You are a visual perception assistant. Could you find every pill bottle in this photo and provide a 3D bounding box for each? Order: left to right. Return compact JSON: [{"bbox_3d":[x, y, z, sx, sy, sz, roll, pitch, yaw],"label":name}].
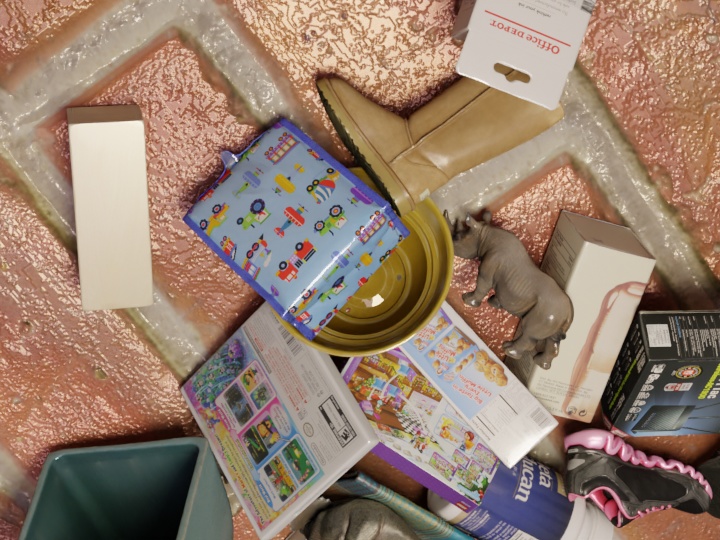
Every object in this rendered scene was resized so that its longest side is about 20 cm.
[{"bbox_3d":[0.186,0.271,1.583,0.200,0.111,0.111,29,106,-16],"label":"pill bottle"}]

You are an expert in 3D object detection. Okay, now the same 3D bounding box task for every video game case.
[{"bbox_3d":[-0.090,0.151,1.464,0.182,0.200,0.024,-45,154,26],"label":"video game case"}]

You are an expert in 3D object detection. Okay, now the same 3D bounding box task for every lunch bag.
[{"bbox_3d":[-0.077,-0.056,1.394,0.151,0.094,0.200,-47,66,-2],"label":"lunch bag"}]

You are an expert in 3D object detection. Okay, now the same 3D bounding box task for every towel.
[{"bbox_3d":[0.049,0.283,1.570,0.200,0.147,0.022,33,66,-16],"label":"towel"}]

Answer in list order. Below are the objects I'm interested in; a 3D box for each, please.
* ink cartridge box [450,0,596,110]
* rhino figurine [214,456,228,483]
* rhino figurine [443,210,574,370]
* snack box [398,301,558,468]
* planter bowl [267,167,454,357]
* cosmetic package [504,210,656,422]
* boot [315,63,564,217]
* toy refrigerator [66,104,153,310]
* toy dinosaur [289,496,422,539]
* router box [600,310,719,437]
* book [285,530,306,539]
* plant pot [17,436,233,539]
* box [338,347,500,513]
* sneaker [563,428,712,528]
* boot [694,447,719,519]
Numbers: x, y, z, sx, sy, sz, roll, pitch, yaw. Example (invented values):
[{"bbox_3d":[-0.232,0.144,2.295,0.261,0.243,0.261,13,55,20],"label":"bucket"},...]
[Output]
[{"bbox_3d":[0.165,-0.267,1.360,0.116,0.068,0.200,20,89,-12],"label":"ink cartridge box"},{"bbox_3d":[-0.094,0.185,1.541,0.200,0.060,0.087,-41,107,12],"label":"rhino figurine"},{"bbox_3d":[0.150,0.006,1.458,0.060,0.200,0.088,-10,142,-44],"label":"rhino figurine"},{"bbox_3d":[0.116,0.112,1.474,0.072,0.024,0.200,-42,84,-1],"label":"snack box"},{"bbox_3d":[0.000,0.000,1.451,0.200,0.083,0.201,-2,75,6],"label":"planter bowl"},{"bbox_3d":[0.235,0.050,1.507,0.087,0.103,0.200,14,111,-12],"label":"cosmetic package"},{"bbox_3d":[0.078,-0.171,1.421,0.200,0.066,0.175,-34,84,-7],"label":"boot"},{"bbox_3d":[-0.257,-0.065,1.428,0.076,0.070,0.201,-5,113,-11],"label":"toy refrigerator"},{"bbox_3d":[-0.008,0.290,1.510,0.200,0.077,0.103,-10,82,34],"label":"toy dinosaur"},{"bbox_3d":[0.356,0.115,1.509,0.149,0.062,0.200,-2,150,-6],"label":"router box"},{"bbox_3d":[-0.006,0.375,1.640,0.200,0.048,0.134,38,104,-20],"label":"book"},{"bbox_3d":[-0.238,0.325,1.504,0.196,0.196,0.200,-8,132,16],"label":"plant pot"},{"bbox_3d":[0.068,0.150,1.494,0.200,0.039,0.137,34,61,-2],"label":"box"},{"bbox_3d":[0.311,0.252,1.573,0.200,0.096,0.079,22,152,-19],"label":"sneaker"},{"bbox_3d":[0.473,0.200,1.597,0.154,0.074,0.204,-33,160,-28],"label":"boot"}]
